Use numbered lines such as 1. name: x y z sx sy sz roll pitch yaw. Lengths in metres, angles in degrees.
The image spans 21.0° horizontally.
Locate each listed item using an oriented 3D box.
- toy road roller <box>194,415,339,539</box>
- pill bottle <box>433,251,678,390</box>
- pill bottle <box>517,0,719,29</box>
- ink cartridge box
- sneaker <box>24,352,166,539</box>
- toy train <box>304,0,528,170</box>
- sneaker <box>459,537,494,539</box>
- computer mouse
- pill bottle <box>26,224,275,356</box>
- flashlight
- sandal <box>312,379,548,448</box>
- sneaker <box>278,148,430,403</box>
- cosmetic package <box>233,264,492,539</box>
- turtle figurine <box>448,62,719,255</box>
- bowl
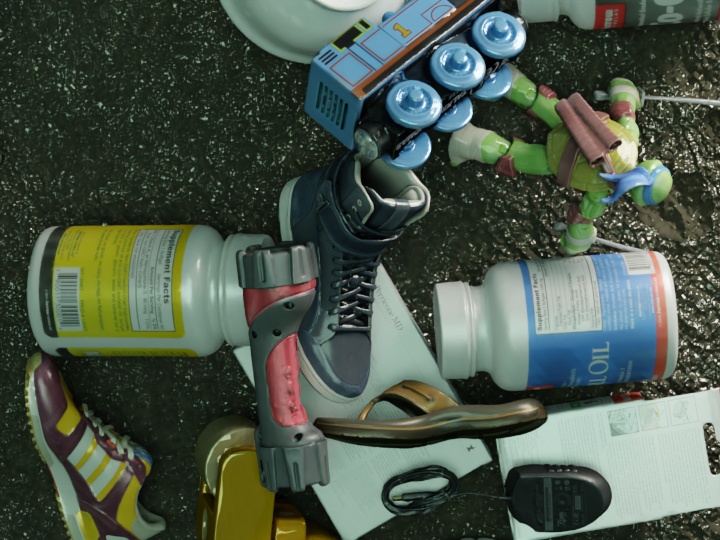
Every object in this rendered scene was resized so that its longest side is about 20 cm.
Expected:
1. toy road roller: -0.072 0.232 1.691 0.145 0.123 0.201 2 95 -12
2. pill bottle: 0.164 0.045 1.660 0.199 0.112 0.113 -4 94 -1
3. pill bottle: 0.231 -0.263 1.642 0.199 0.114 0.115 -4 94 3
4. ink cartridge box: 0.222 0.167 1.704 0.199 0.050 0.110 -10 93 2
5. sneaker: -0.232 0.154 1.701 0.090 0.075 0.201 -15 116 0
6. toy train: 0.049 -0.170 1.595 0.114 0.087 0.200 41 61 16
7. sneaker: 0.148 0.290 1.694 0.199 0.091 0.078 16 94 2
8. computer mouse: 0.117 0.191 1.673 0.199 0.034 0.059 2 111 8
9. pill bottle: -0.175 0.018 1.668 0.199 0.114 0.115 0 94 11
10. flashlight: -0.058 0.078 1.584 0.068 0.068 0.201 -9 96 -14
11. sandal: 0.058 0.118 1.647 0.199 0.082 0.055 -7 77 3
12. sneaker: -0.001 -0.001 1.607 0.077 0.146 0.204 -1 75 -37
13. cosmetic package: 0.003 0.116 1.709 0.150 0.052 0.201 -30 92 5
14. turtle figurine: 0.188 -0.096 1.676 0.193 0.200 0.145 26 118 20
15. bowl: -0.022 -0.269 1.635 0.200 0.090 0.202 -4 104 -16
